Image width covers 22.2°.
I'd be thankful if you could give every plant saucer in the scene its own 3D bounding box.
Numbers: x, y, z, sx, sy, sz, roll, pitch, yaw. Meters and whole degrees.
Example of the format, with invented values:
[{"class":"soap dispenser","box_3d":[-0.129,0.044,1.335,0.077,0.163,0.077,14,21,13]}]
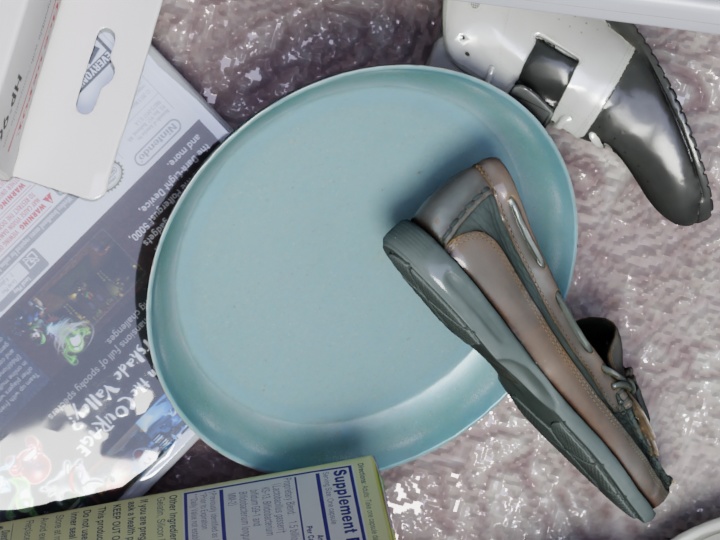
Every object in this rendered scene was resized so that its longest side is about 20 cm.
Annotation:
[{"class":"plant saucer","box_3d":[0.000,0.000,0.799,0.198,0.027,0.202,-11,122,-18]}]

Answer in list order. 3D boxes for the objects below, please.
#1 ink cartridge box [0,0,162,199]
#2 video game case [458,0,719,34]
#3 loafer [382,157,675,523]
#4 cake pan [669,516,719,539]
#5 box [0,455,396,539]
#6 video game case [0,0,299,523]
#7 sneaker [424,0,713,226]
[{"class":"ink cartridge box","box_3d":[-0.191,-0.113,0.772,0.198,0.068,0.117,16,84,1]},{"class":"video game case","box_3d":[0.063,-0.188,0.745,0.198,0.022,0.184,7,66,0]},{"class":"loafer","box_3d":[0.090,0.034,0.802,0.063,0.072,0.200,-46,123,-5]},{"class":"cake pan","box_3d":[0.191,0.207,0.866,0.198,0.037,0.203,0,96,-4]},{"class":"box","box_3d":[-0.073,0.193,0.793,0.198,0.097,0.177,-10,115,-2]},{"class":"video game case","box_3d":[-0.130,0.005,0.821,0.200,0.023,0.182,-45,97,-6]},{"class":"sneaker","box_3d":[0.078,-0.093,0.813,0.088,0.074,0.201,-34,86,2]}]
